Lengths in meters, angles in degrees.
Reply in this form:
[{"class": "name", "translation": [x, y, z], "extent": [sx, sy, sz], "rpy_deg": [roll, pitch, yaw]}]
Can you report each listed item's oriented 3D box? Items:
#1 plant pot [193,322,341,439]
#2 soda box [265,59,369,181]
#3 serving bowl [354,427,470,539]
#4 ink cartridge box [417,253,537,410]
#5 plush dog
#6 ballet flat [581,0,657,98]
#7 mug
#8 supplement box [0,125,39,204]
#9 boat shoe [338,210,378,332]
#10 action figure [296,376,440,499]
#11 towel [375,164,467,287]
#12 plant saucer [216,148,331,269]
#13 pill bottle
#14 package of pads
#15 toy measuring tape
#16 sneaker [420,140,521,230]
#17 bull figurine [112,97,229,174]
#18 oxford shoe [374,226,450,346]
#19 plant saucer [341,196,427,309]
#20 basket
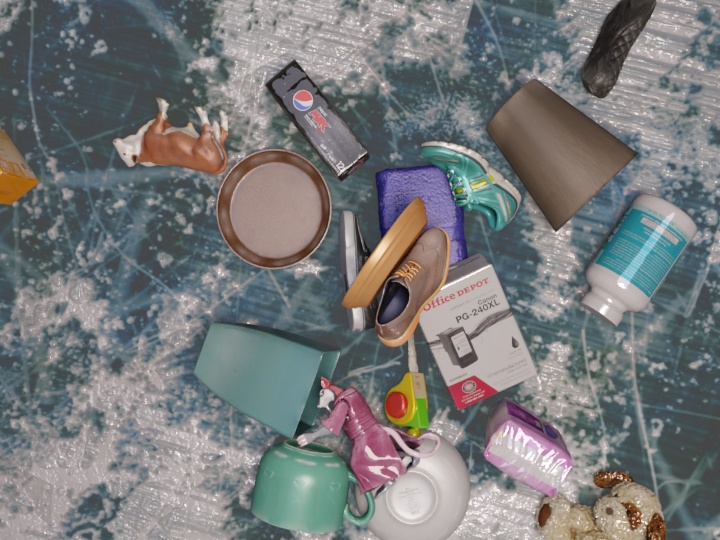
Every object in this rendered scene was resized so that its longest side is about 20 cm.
[{"class": "plant pot", "translation": [-0.157, 0.161, 1.246], "extent": [0.198, 0.141, 0.143], "rpy_deg": [21, 90, 11]}, {"class": "soda box", "translation": [-0.071, -0.250, 1.281], "extent": [0.071, 0.063, 0.201], "rpy_deg": [-38, 87, 2]}, {"class": "serving bowl", "translation": [0.085, 0.366, 1.255], "extent": [0.197, 0.066, 0.203], "rpy_deg": [0, 90, 4]}, {"class": "ink cartridge box", "translation": [0.175, 0.096, 1.225], "extent": [0.144, 0.083, 0.202], "rpy_deg": [-25, 102, 4]}, {"class": "plush dog", "translation": [0.402, 0.413, 1.196], "extent": [0.160, 0.200, 0.172], "rpy_deg": [33, 103, -29]}, {"class": "ballet flat", "translation": [0.429, -0.381, 1.263], "extent": [0.066, 0.057, 0.201], "rpy_deg": [32, 90, 47]}, {"class": "mug", "translation": [-0.079, 0.342, 1.232], "extent": [0.183, 0.151, 0.116], "rpy_deg": [12, 87, -30]}, {"class": "supplement box", "translation": [-0.653, -0.217, 1.291], "extent": [0.073, 0.126, 0.201], "rpy_deg": [-36, 87, 3]}, {"class": "boat shoe", "translation": [0.000, 0.000, 1.275], "extent": [0.056, 0.069, 0.203], "rpy_deg": [-6, 91, -12]}, {"class": "action figure", "translation": [0.001, 0.245, 1.184], "extent": [0.149, 0.134, 0.201], "rpy_deg": [-38, 84, 31]}, {"class": "towel", "translation": [0.102, -0.072, 1.276], "extent": [0.145, 0.050, 0.203], "rpy_deg": [-5, 89, -1]}, {"class": "plant saucer", "translation": [-0.145, -0.103, 1.298], "extent": [0.197, 0.034, 0.203], "rpy_deg": [0, 88, 5]}, {"class": "pill bottle", "translation": [0.435, -0.013, 1.216], "extent": [0.110, 0.111, 0.201], "rpy_deg": [35, 91, 4]}, {"class": "package of pads", "translation": [0.254, 0.268, 1.179], "extent": [0.120, 0.200, 0.076], "rpy_deg": [32, 96, 7]}, {"class": "toy measuring tape", "translation": [0.070, 0.186, 1.268], "extent": [0.072, 0.074, 0.203], "rpy_deg": [-8, 72, 4]}, {"class": "sneaker", "translation": [0.175, -0.139, 1.224], "extent": [0.199, 0.077, 0.080], "rpy_deg": [34, 79, -18]}, {"class": "bull figurine", "translation": [-0.316, -0.224, 1.294], "extent": [0.197, 0.065, 0.123], "rpy_deg": [11, 101, 2]}, {"class": "oxford shoe", "translation": [0.081, 0.015, 1.145], "extent": [0.071, 0.073, 0.202], "rpy_deg": [18, 71, 23]}, {"class": "plant saucer", "translation": [0.043, -0.020, 1.151], "extent": [0.037, 0.200, 0.201], "rpy_deg": [35, 91, 4]}, {"class": "basket", "translation": [0.308, -0.195, 1.223], "extent": [0.180, 0.136, 0.200], "rpy_deg": [-43, 83, -2]}]
